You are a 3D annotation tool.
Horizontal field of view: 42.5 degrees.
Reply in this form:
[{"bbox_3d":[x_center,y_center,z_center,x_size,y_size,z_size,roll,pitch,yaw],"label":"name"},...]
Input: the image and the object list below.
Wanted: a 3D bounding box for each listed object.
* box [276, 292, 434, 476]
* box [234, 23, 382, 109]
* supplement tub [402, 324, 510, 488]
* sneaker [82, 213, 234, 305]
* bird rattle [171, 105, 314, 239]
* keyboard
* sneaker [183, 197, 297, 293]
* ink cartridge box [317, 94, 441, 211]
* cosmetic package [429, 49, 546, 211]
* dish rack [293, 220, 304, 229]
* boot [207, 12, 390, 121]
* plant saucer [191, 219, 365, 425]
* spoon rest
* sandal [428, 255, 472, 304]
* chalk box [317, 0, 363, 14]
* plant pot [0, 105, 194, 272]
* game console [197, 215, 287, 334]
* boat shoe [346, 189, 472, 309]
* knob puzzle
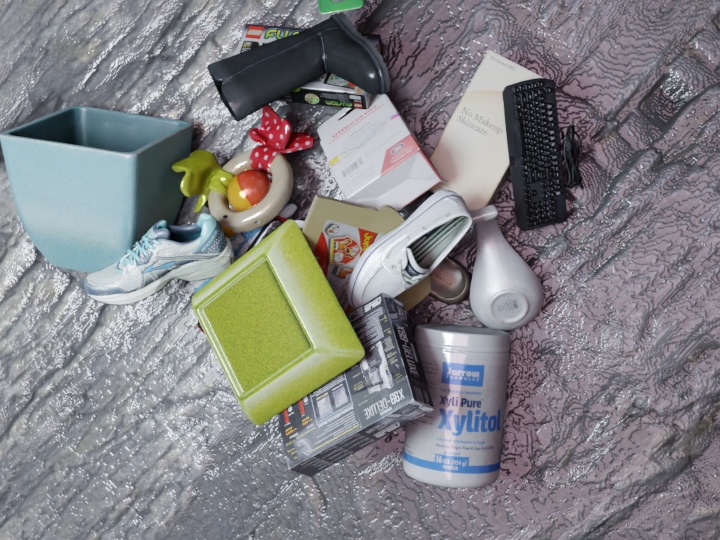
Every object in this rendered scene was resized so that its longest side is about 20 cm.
[{"bbox_3d":[-0.017,0.144,1.163,0.200,0.050,0.158,-33,52,22],"label":"box"},{"bbox_3d":[-0.077,-0.287,1.293,0.200,0.035,0.110,8,62,12],"label":"box"},{"bbox_3d":[0.127,0.177,1.230,0.132,0.132,0.200,4,92,12],"label":"supplement tub"},{"bbox_3d":[-0.272,-0.023,1.215,0.200,0.078,0.086,-20,131,-10],"label":"sneaker"},{"bbox_3d":[-0.149,-0.125,1.290,0.200,0.113,0.163,-22,55,4],"label":"bird rattle"},{"bbox_3d":[0.246,-0.152,1.204,0.104,0.040,0.200,-18,114,-15],"label":"keyboard"},{"bbox_3d":[-0.154,-0.020,1.327,0.200,0.075,0.087,-43,102,8],"label":"sneaker"},{"bbox_3d":[0.020,-0.159,1.251,0.116,0.200,0.068,-34,128,10],"label":"ink cartridge box"},{"bbox_3d":[0.169,-0.181,1.249,0.103,0.073,0.200,28,97,9],"label":"cosmetic package"},{"bbox_3d":[-0.083,0.046,1.266,0.172,0.044,0.200,-39,101,5],"label":"dish rack"},{"bbox_3d":[-0.081,-0.250,1.210,0.200,0.066,0.165,-24,48,-13],"label":"boot"},{"bbox_3d":[-0.121,0.069,1.159,0.200,0.048,0.200,-36,74,27],"label":"plant saucer"},{"bbox_3d":[0.184,-0.003,1.230,0.099,0.061,0.200,-14,121,10],"label":"spoon rest"},{"bbox_3d":[0.061,-0.015,1.281,0.200,0.055,0.082,33,96,10],"label":"sandal"},{"bbox_3d":[-0.035,-0.449,1.265,0.125,0.124,0.200,-7,90,11],"label":"chalk box"},{"bbox_3d":[-0.362,-0.105,1.302,0.196,0.196,0.200,9,113,12],"label":"plant pot"},{"bbox_3d":[-0.105,0.048,1.302,0.177,0.031,0.200,34,97,-8],"label":"game console"},{"bbox_3d":[0.059,-0.017,1.165,0.074,0.067,0.200,33,105,-28],"label":"boat shoe"},{"bbox_3d":[0.000,0.000,1.214,0.219,0.030,0.220,-7,119,-13],"label":"knob puzzle"}]
